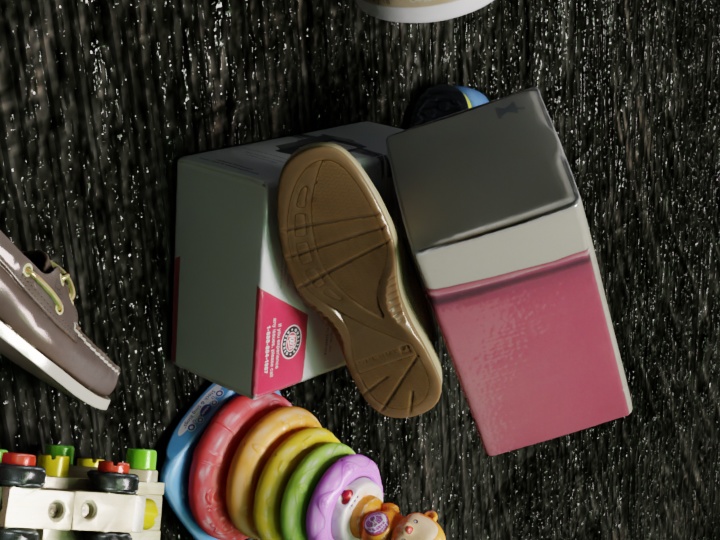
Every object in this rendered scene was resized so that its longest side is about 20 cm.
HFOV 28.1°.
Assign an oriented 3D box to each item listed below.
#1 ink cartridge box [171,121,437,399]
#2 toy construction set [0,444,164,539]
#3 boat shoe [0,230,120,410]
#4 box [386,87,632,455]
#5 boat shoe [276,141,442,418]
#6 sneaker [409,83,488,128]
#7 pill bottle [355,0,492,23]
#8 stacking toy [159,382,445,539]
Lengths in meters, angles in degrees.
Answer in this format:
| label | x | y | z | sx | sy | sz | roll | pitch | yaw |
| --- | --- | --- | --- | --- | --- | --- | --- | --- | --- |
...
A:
| label | x | y | z | sx | sy | sz | roll | pitch | yaw |
| --- | --- | --- | --- | --- | --- | --- | --- | --- | --- |
| ink cartridge box | -0.029 | -0.014 | 0.985 | 0.199 | 0.083 | 0.146 | -17 | 117 | -49 |
| toy construction set | -0.193 | 0.138 | 0.811 | 0.199 | 0.131 | 0.093 | -8 | 93 | -46 |
| boat shoe | -0.193 | 0.012 | 0.795 | 0.060 | 0.072 | 0.200 | -58 | 136 | -14 |
| box | 0.100 | 0.004 | 0.959 | 0.128 | 0.108 | 0.201 | -101 | 171 | -49 |
| boat shoe | 0.000 | 0.000 | 0.913 | 0.065 | 0.071 | 0.201 | -80 | 154 | -57 |
| sneaker | 0.062 | -0.042 | 1.111 | 0.078 | 0.066 | 0.201 | 12 | 94 | -57 |
| pill bottle | 0.035 | -0.274 | 0.940 | 0.111 | 0.111 | 0.201 | -40 | 132 | -37 |
| stacking toy | -0.027 | 0.152 | 0.958 | 0.116 | 0.199 | 0.110 | -51 | 139 | -25 |
